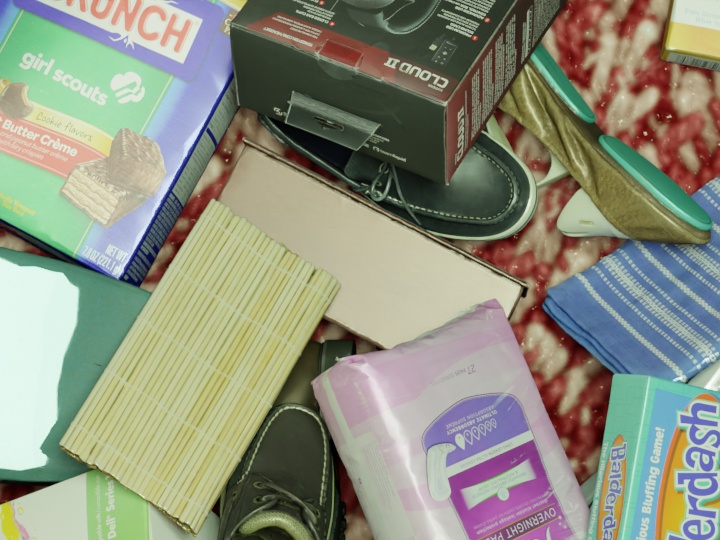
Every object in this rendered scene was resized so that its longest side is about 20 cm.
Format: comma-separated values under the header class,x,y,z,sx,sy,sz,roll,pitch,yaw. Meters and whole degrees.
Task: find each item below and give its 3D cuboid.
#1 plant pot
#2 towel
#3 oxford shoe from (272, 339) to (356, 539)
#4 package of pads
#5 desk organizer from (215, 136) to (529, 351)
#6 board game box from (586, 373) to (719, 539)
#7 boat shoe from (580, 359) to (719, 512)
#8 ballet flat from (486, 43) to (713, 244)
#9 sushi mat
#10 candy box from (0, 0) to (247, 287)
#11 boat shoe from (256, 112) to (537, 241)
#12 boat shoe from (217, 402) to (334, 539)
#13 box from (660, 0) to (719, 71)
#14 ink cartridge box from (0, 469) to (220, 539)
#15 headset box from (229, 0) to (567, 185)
class,x,y,z,sx,sy,sz,roll,pitch,yaw
plant pot,-0.190,0.066,1.517,0.198,0.141,0.143,10,83,-7
towel,0.219,-0.007,1.523,0.199,0.145,0.024,-36,122,-5
oxford shoe,-0.049,0.141,1.537,0.084,0.073,0.202,3,71,4
package of pads,0.062,0.129,1.449,0.120,0.076,0.201,-20,84,-30
desk organizer,0.000,0.000,1.552,0.199,0.072,0.077,27,86,4
board game box,0.228,0.153,1.442,0.198,0.045,0.154,12,84,-23
boat shoe,0.203,0.114,1.495,0.073,0.067,0.200,35,97,-38
ballet flat,0.133,-0.069,1.556,0.200,0.068,0.072,47,108,16
sushi mat,-0.091,0.053,1.458,0.095,0.012,0.201,31,56,-1
candy box,-0.170,-0.113,1.565,0.168,0.077,0.201,28,83,5
boat shoe,0.017,-0.076,1.551,0.199,0.062,0.075,28,94,12
boat shoe,-0.048,0.158,1.436,0.073,0.065,0.201,19,55,-11
box,0.267,-0.223,1.594,0.118,0.041,0.202,11,81,2
ink cartridge box,-0.185,0.189,1.484,0.199,0.117,0.068,-21,52,17
headset box,0.023,-0.152,1.512,0.148,0.078,0.201,21,56,18
